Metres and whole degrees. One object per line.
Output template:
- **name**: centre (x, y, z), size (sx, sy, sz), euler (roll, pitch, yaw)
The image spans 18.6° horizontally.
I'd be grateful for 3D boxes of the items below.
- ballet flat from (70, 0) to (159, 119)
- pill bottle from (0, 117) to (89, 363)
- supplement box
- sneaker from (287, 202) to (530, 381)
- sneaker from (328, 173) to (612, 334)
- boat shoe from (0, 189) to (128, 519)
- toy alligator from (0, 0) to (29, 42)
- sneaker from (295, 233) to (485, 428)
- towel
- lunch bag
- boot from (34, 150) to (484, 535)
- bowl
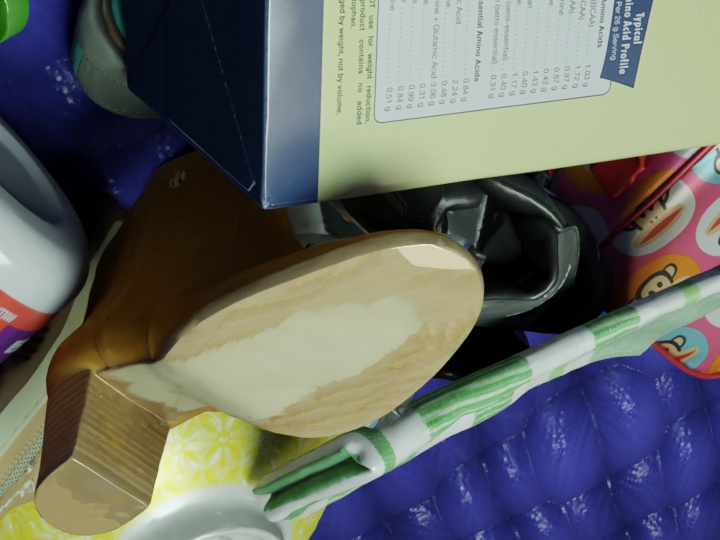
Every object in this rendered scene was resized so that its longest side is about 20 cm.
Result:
- **ballet flat**: centre (-0.020, -0.099, 0.872), size (0.199, 0.068, 0.064), euler (-9, 161, -24)
- **pill bottle**: centre (-0.205, 0.022, 0.824), size (0.200, 0.113, 0.112), euler (-41, 139, 9)
- **supplement box**: centre (0.034, -0.146, 0.750), size (0.199, 0.134, 0.201), euler (-9, 116, -24)
- **sneaker**: centre (0.000, 0.000, 0.958), size (0.199, 0.080, 0.074), euler (16, 123, -39)
- **sneaker**: centre (0.057, -0.006, 0.888), size (0.067, 0.090, 0.200), euler (-50, 140, 5)
- **boat shoe**: centre (-0.134, 0.066, 0.875), size (0.076, 0.071, 0.200), euler (49, 65, -33)
- **toy alligator**: centre (-0.174, -0.078, 0.691), size (0.199, 0.054, 0.060), euler (-17, 135, -26)
- **sneaker**: centre (-0.012, 0.016, 0.826), size (0.072, 0.200, 0.072), euler (34, 74, -12)
- **towel**: centre (0.063, 0.048, 0.906), size (0.199, 0.023, 0.153), euler (-22, 174, -22)
- **lunch bag**: centre (0.179, -0.054, 1.013), size (0.200, 0.082, 0.176), euler (-43, 138, 12)
- **boot**: centre (-0.037, -0.003, 0.765), size (0.201, 0.144, 0.071), euler (-31, 123, 32)
- **bowl**: centre (-0.086, 0.104, 0.984), size (0.199, 0.108, 0.201), euler (-17, 136, -17)
